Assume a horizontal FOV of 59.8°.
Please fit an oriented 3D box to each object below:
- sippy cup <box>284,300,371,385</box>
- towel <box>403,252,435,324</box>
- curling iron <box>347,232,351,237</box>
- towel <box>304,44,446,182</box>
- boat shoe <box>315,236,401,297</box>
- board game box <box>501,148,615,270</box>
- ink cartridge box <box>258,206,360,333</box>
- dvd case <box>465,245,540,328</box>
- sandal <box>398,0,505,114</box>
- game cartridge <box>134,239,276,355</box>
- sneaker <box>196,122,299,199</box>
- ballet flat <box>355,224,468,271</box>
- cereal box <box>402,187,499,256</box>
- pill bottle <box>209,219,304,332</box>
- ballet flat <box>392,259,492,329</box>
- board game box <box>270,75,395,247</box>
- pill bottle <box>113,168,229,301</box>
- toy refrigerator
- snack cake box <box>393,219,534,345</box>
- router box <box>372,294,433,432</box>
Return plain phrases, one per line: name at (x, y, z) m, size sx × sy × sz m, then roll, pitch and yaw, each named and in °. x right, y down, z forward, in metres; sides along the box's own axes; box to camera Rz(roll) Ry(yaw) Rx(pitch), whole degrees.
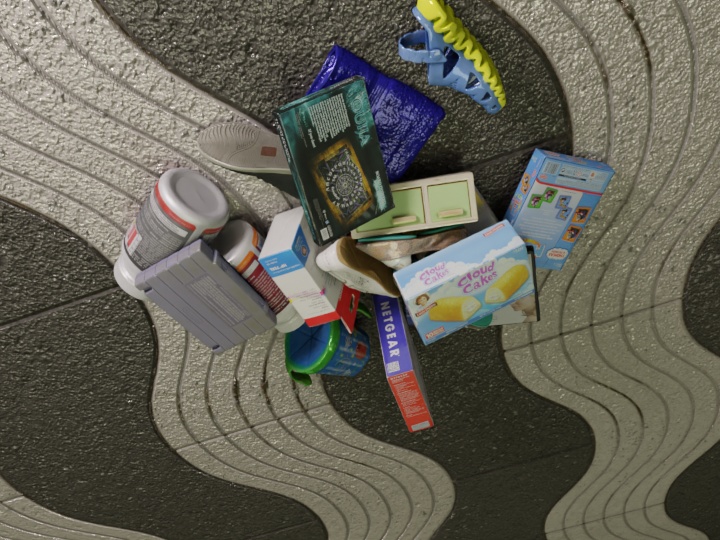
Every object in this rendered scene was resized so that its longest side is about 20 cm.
sippy cup at (-0.054, 0.141, 1.190) m, size 0.176 × 0.141 × 0.130 m, roll -17°, pitch 149°, yaw 40°
towel at (0.145, 0.039, 1.152) m, size 0.143 × 0.024 × 0.201 m, roll 0°, pitch 141°, yaw 11°
curling iron at (-0.031, -0.034, 1.095) m, size 0.049 × 0.026 × 0.202 m, roll 2°, pitch 131°, yaw -7°
towel at (0.010, -0.218, 0.918) m, size 0.198 × 0.050 × 0.148 m, roll 21°, pitch 127°, yaw -26°
boat shoe at (0.000, 0.000, 1.046) m, size 0.069 × 0.072 × 0.199 m, roll -18°, pitch 150°, yaw 30°
board game box at (0.320, -0.097, 1.061) m, size 0.149 × 0.037 × 0.202 m, roll 6°, pitch 122°, yaw -24°
ink cartridge box at (-0.078, 0.008, 1.041) m, size 0.067 × 0.117 × 0.201 m, roll -16°, pitch 126°, yaw 24°
dvd case at (0.241, 0.034, 1.109) m, size 0.141 × 0.018 × 0.201 m, roll -6°, pitch 138°, yaw 15°
sandal at (0.125, -0.286, 0.862) m, size 0.087 × 0.080 × 0.199 m, roll -36°, pitch 120°, yaw 27°
game cartridge at (-0.233, 0.045, 0.974) m, size 0.129 × 0.039 × 0.200 m, roll -29°, pitch 131°, yaw 10°
sneaker at (-0.141, -0.153, 0.936) m, size 0.197 × 0.076 × 0.106 m, roll 12°, pitch 159°, yaw 1°
ballet flat at (0.089, -0.030, 1.002) m, size 0.197 × 0.068 × 0.068 m, roll -9°, pitch 95°, yaw -18°
cereal box at (0.177, -0.055, 1.102) m, size 0.143 × 0.040 × 0.200 m, roll -29°, pitch 131°, yaw 18°
pill bottle at (-0.171, 0.018, 1.058) m, size 0.112 × 0.114 × 0.200 m, roll -28°, pitch 130°, yaw 16°
ballet flat at (0.141, 0.039, 1.081) m, size 0.199 × 0.064 × 0.068 m, roll 30°, pitch 78°, yaw -20°
board game box at (-0.032, -0.150, 0.874) m, size 0.134 × 0.028 × 0.202 m, roll -28°, pitch 122°, yaw -19°
pill bottle at (-0.299, -0.050, 0.972) m, size 0.115 × 0.117 × 0.200 m, roll 26°, pitch 123°, yaw -29°
toy refrigerator at (0.079, -0.103, 0.983) m, size 0.197 × 0.070 × 0.077 m, roll -7°, pitch 99°, yaw 4°
snack cake box at (0.164, 0.019, 0.983) m, size 0.198 × 0.068 × 0.116 m, roll -26°, pitch 133°, yaw 1°
router box at (0.079, 0.168, 1.181) m, size 0.048 × 0.201 × 0.181 m, roll -16°, pitch 132°, yaw 6°
